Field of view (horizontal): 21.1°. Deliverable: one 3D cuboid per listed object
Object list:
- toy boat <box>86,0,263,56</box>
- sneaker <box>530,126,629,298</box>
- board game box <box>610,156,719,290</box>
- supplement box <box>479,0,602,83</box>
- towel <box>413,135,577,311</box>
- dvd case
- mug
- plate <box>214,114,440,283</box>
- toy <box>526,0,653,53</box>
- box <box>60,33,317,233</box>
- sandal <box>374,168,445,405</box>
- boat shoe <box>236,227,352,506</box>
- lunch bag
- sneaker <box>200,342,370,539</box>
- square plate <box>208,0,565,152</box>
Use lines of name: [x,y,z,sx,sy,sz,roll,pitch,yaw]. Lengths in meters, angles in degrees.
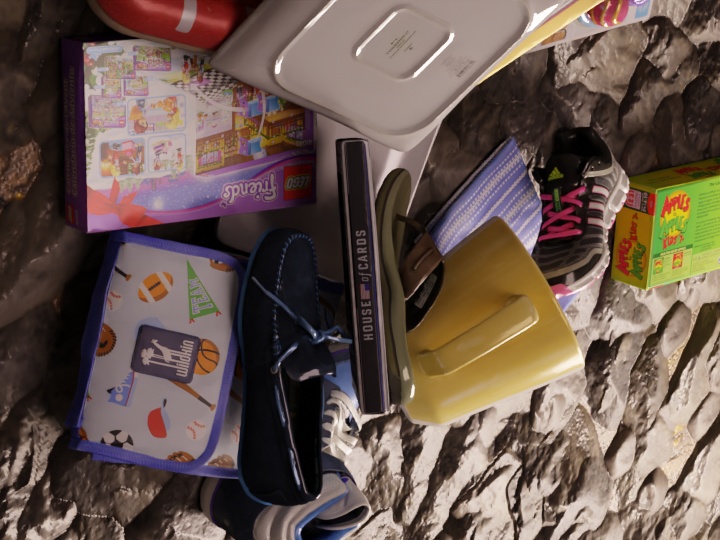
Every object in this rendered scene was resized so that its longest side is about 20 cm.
toy boat: [-0.090,-0.226,1.338,0.199,0.130,0.132,9,71,-34]
sneaker: [0.185,-0.057,1.728,0.088,0.073,0.200,60,38,-29]
board game box: [0.333,-0.052,1.921,0.199,0.047,0.102,-14,114,-42]
supplement box: [0.069,-0.248,1.388,0.130,0.104,0.200,-31,137,21]
towel: [0.130,-0.002,1.753,0.145,0.024,0.201,-48,133,-23]
dvd case: [0.000,0.000,1.471,0.025,0.150,0.202,-4,94,-2]
mug: [0.084,0.047,1.624,0.152,0.150,0.187,-29,149,-3]
plate: [-0.024,-0.097,1.557,0.199,0.032,0.201,20,91,-47]
toy: [0.218,-0.253,1.719,0.199,0.047,0.116,-17,131,-37]
box: [-0.123,-0.108,1.421,0.199,0.039,0.138,-8,106,-34]
sandal: [0.041,0.014,1.542,0.080,0.057,0.202,78,8,-63]
boat shoe: [-0.042,0.070,1.402,0.084,0.068,0.202,-10,101,-50]
lunch bag: [-0.122,0.068,1.453,0.199,0.123,0.171,16,84,-43]
sneaker: [-0.023,0.156,1.567,0.200,0.146,0.081,-47,132,-22]
square plate: [0.028,-0.169,1.357,0.197,0.029,0.200,21,128,-39]
